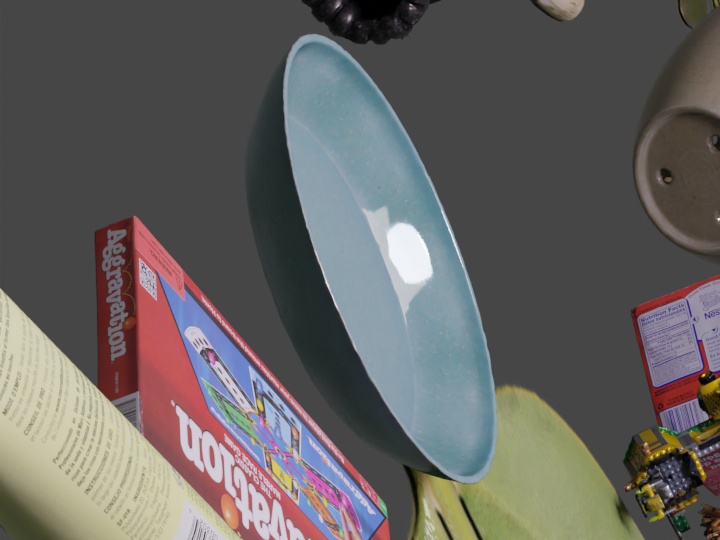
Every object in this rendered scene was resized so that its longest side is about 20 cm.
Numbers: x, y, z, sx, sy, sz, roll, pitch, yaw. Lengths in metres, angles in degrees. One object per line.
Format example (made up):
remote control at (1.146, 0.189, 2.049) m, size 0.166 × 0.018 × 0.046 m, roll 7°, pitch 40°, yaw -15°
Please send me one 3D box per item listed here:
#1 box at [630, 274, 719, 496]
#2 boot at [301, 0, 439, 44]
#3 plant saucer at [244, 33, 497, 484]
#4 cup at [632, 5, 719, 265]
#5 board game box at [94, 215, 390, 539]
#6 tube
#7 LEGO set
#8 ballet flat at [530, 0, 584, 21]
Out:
box at (0.274, 0.046, 1.718) m, size 0.095 × 0.200 × 0.100 m, roll 39°, pitch 33°, yaw -55°
boot at (-0.003, -0.215, 1.389) m, size 0.211 × 0.079 × 0.158 m, roll 68°, pitch 17°, yaw -4°
plant saucer at (0.000, 0.000, 1.219) m, size 0.200 × 0.036 × 0.200 m, roll 56°, pitch 22°, yaw -37°
cup at (0.258, -0.078, 1.886) m, size 0.143 × 0.200 × 0.200 m, roll -26°, pitch 95°, yaw -47°
board game box at (-0.037, 0.077, 1.043) m, size 0.200 × 0.019 × 0.103 m, roll 51°, pitch 25°, yaw -45°
tube at (-0.099, 0.047, 0.853) m, size 0.058 × 0.052 × 0.200 m, roll 23°, pitch -22°, yaw 50°
LEGO set at (0.235, 0.153, 1.555) m, size 0.116 × 0.154 × 0.200 m, roll -114°, pitch -175°, yaw -75°
ballet flat at (0.091, -0.240, 1.741) m, size 0.200 × 0.057 × 0.066 m, roll 63°, pitch 19°, yaw -17°
